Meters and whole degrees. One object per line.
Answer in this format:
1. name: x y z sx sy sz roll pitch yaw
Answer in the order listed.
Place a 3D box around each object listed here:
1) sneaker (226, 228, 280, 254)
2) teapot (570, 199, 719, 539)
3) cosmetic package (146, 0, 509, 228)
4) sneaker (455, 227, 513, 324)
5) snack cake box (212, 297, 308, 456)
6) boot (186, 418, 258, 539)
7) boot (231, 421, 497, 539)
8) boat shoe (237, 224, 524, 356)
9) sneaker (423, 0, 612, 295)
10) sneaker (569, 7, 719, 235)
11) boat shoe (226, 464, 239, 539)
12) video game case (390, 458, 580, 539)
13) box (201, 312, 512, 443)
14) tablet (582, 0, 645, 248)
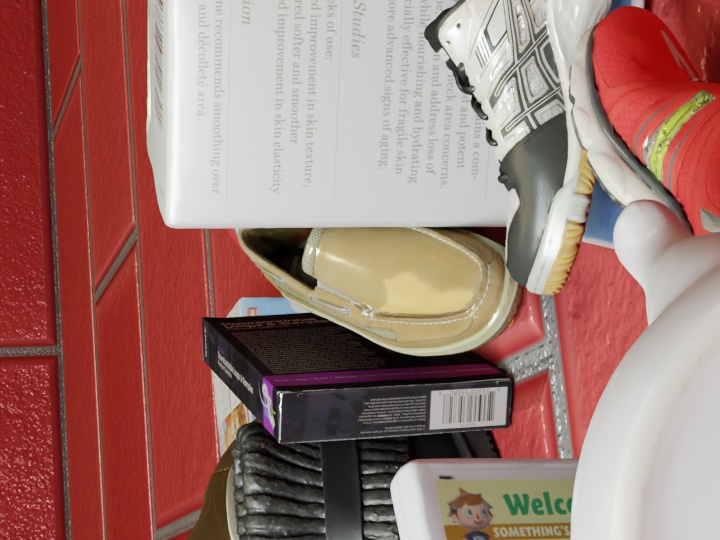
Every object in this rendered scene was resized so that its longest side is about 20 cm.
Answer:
1. sneaker: -0.047 -0.049 0.995 0.200 0.084 0.078 -16 -55 -66
2. teapot: 0.155 0.084 0.449 0.146 0.196 0.201 54 -131 -78
3. cosmetic package: -0.014 -0.124 0.837 0.166 0.198 0.169 -120 32 -69
4. sneaker: 0.036 -0.013 0.928 0.200 0.075 0.093 -174 89 -70
5. snack cake box: -0.073 0.133 1.263 0.115 0.067 0.201 134 132 -62
6. boot: -0.050 0.212 1.139 0.072 0.156 0.201 -9 42 38
7. boot: 0.014 0.169 0.861 0.212 0.157 0.080 -113 29 -49
8. boat shoe: 0.000 0.000 0.834 0.199 0.076 0.072 4 70 51
9. sneaker: 0.073 -0.091 0.722 0.076 0.087 0.202 -20 -66 -84
10. sneaker: 0.147 -0.045 0.598 0.085 0.077 0.201 -52 37 31
11. boat shoe: -0.050 0.202 0.980 0.201 0.071 0.068 -114 34 -45
12. video game case: 0.116 0.147 0.491 0.022 0.199 0.183 128 138 -51
13. box: -0.010 0.061 0.954 0.200 0.142 0.036 -146 56 -69
14. tablet: 0.113 -0.116 0.781 0.130 0.014 0.202 -160 69 -70
